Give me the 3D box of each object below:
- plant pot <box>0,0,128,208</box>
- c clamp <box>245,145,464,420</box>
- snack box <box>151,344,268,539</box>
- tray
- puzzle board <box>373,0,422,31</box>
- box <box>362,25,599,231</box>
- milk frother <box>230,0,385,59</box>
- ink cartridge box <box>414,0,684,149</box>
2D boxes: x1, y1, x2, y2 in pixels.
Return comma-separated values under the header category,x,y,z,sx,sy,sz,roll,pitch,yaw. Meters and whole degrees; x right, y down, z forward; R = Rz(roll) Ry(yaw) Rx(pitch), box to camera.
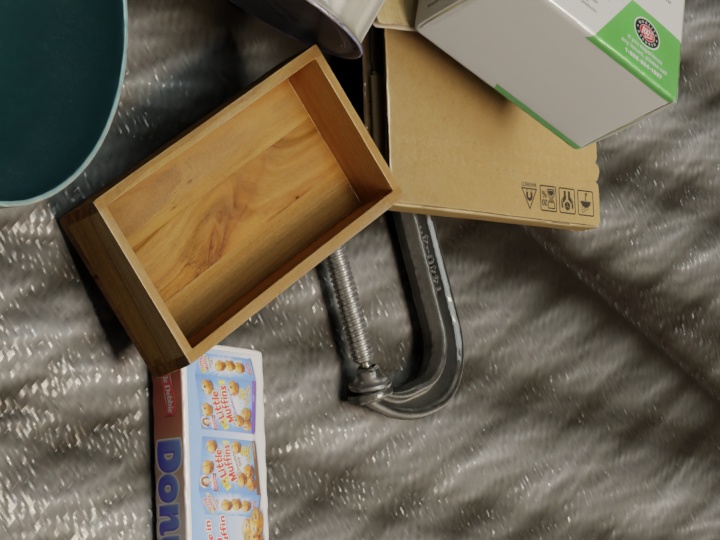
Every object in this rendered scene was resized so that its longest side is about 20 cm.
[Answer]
category,x,y,z,sx,sy,sz,roll,pitch,yaw
plant pot,-0.219,-0.120,1.370,0.200,0.134,0.201,16,70,-52
c clamp,0.000,0.000,1.760,0.171,0.027,0.201,-34,109,-55
snack box,-0.078,0.140,1.612,0.072,0.024,0.201,10,75,-53
tray,-0.067,-0.034,1.623,0.200,0.037,0.099,-39,101,-43
puzzle board,0.030,-0.231,1.786,0.150,0.017,0.201,0,69,-48
box,0.074,-0.112,1.828,0.199,0.021,0.165,5,80,-47
milk frother,-0.049,-0.252,1.664,0.189,0.199,0.180,-60,140,-9
ink cartridge box,0.119,-0.198,1.786,0.146,0.084,0.201,34,48,-31
